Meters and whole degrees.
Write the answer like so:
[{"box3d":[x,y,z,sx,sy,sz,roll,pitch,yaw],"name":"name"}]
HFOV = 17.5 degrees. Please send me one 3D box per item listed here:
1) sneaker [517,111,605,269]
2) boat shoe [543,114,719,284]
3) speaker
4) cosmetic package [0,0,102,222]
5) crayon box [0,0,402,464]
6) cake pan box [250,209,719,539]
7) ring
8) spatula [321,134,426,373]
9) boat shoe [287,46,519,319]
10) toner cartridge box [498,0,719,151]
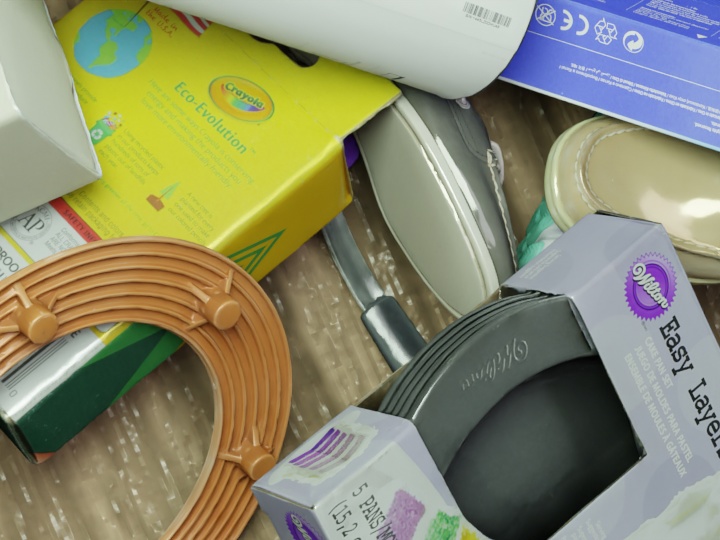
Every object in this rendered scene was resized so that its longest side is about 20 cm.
[{"box3d":[0.103,0.014,0.971,0.087,0.074,0.200,28,76,-2],"name":"sneaker"},{"box3d":[0.173,-0.027,0.931,0.200,0.065,0.072,12,78,-14],"name":"boat shoe"},{"box3d":[-0.037,-0.126,0.853,0.200,0.081,0.081,15,80,-26],"name":"speaker"},{"box3d":[-0.211,-0.050,0.858,0.200,0.087,0.104,-24,73,8],"name":"cosmetic package"},{"box3d":[-0.094,-0.036,0.922,0.200,0.051,0.127,-40,67,-13],"name":"crayon box"},{"box3d":[0.074,0.102,0.888,0.184,0.052,0.200,-37,114,-25],"name":"cake pan box"},{"box3d":[-0.105,0.079,0.880,0.200,0.019,0.201,-23,130,-29],"name":"ring"},{"box3d":[0.000,0.000,0.980,0.056,0.021,0.200,-33,95,-20],"name":"spatula"},{"box3d":[0.023,-0.071,0.952,0.057,0.067,0.200,-21,68,-25],"name":"boat shoe"},{"box3d":[0.147,-0.084,0.927,0.200,0.095,0.043,21,118,25],"name":"toner cartridge box"}]
